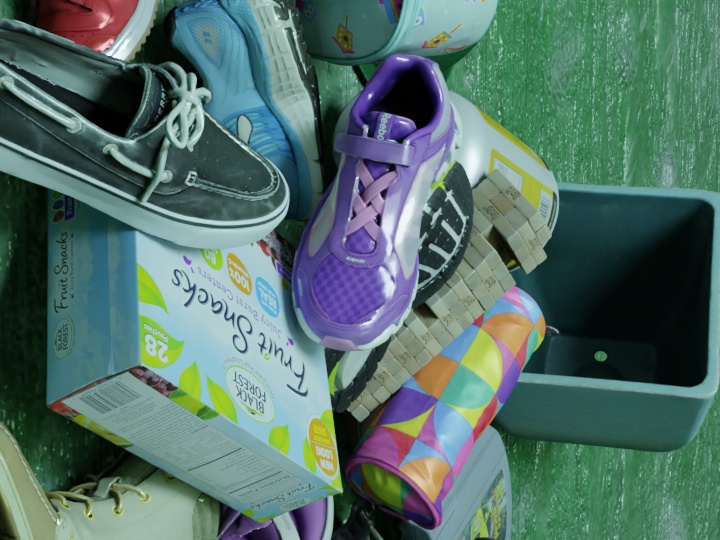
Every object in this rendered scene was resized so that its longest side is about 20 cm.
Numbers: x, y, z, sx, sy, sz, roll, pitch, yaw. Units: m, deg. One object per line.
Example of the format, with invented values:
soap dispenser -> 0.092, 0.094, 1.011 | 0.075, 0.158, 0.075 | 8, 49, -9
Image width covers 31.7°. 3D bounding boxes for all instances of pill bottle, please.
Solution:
pill bottle -> 0.065, -0.072, 0.968 | 0.199, 0.111, 0.113 | 25, 73, -54

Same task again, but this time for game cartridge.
game cartridge -> 0.084, 0.224, 1.054 | 0.133, 0.041, 0.201 | -55, 148, -39

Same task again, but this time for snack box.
snack box -> -0.092, 0.031, 0.727 | 0.200, 0.067, 0.170 | 42, 32, -48

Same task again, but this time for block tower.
block tower -> 0.044, 0.021, 0.899 | 0.200, 0.058, 0.054 | -40, 143, 0

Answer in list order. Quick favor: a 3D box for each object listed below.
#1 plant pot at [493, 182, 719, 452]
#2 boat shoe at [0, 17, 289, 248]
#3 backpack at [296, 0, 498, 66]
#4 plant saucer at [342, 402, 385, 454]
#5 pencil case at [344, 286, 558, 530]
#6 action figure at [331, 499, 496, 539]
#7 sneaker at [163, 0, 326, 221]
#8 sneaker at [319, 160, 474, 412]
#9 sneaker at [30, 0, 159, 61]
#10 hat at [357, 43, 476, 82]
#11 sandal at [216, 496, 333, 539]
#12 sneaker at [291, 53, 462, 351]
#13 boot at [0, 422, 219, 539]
plant pot -> 0.211, 0.063, 1.118 | 0.201, 0.194, 0.197 | 74, 23, -55
boat shoe -> -0.108, -0.072, 0.630 | 0.198, 0.068, 0.074 | 23, 45, -31
backpack -> 0.002, -0.230, 0.808 | 0.152, 0.175, 0.202 | -21, 110, -35
plant saucer -> 0.041, 0.093, 1.018 | 0.200, 0.034, 0.203 | -11, 103, -56
pencil case -> 0.068, 0.093, 0.938 | 0.200, 0.088, 0.089 | -53, 134, -31
action figure -> 0.054, 0.236, 0.904 | 0.119, 0.198, 0.103 | -22, 121, -57
sneaker -> -0.072, -0.106, 0.804 | 0.201, 0.089, 0.079 | 76, 8, -51
sneaker -> 0.000, 0.000, 0.855 | 0.200, 0.081, 0.074 | -50, 143, -10
sneaker -> -0.151, -0.187, 0.673 | 0.113, 0.071, 0.201 | 46, 57, -44
hat -> 0.097, -0.207, 0.942 | 0.199, 0.175, 0.168 | -4, 97, -56
sandal -> -0.067, 0.184, 0.799 | 0.050, 0.082, 0.204 | 86, 15, -54
sneaker -> 0.009, -0.051, 0.771 | 0.089, 0.080, 0.202 | 90, 17, -64
boot -> -0.151, 0.129, 0.703 | 0.155, 0.072, 0.202 | -47, 135, -43
